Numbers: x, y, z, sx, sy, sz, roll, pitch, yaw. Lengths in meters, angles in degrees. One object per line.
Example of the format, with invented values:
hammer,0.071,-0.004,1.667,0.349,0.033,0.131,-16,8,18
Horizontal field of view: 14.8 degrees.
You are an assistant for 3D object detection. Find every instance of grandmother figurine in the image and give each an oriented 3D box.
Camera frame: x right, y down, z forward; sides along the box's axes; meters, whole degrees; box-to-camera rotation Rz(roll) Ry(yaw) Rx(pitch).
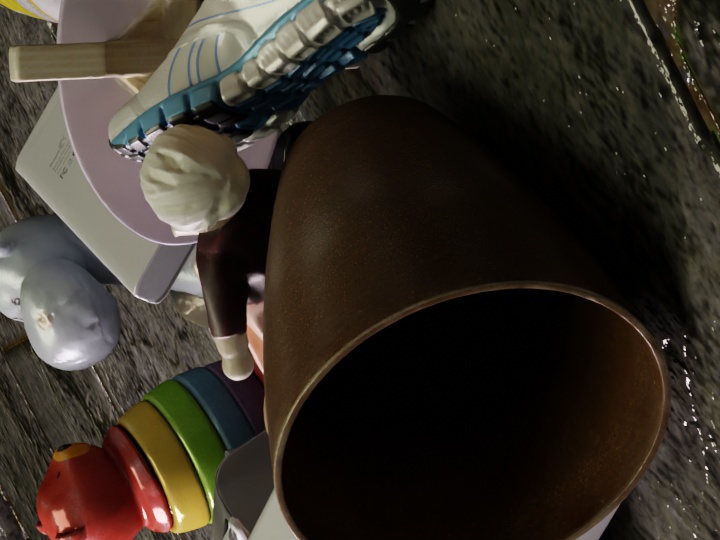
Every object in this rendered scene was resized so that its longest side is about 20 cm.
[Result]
grandmother figurine,-0.055,-0.001,1.419,0.200,0.060,0.122,57,-150,-47

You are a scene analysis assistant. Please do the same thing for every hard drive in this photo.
hard drive,-0.147,-0.079,1.785,0.026,0.132,0.200,24,-169,-38

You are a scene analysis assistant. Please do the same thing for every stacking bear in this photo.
stacking bear,-0.133,0.131,1.927,0.121,0.199,0.114,25,140,65

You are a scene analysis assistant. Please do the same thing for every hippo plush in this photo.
hippo plush,-0.183,-0.025,1.898,0.200,0.160,0.160,54,162,27

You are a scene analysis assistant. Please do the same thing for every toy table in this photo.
toy table,-0.097,-0.112,1.495,0.117,0.183,0.201,-149,45,-81

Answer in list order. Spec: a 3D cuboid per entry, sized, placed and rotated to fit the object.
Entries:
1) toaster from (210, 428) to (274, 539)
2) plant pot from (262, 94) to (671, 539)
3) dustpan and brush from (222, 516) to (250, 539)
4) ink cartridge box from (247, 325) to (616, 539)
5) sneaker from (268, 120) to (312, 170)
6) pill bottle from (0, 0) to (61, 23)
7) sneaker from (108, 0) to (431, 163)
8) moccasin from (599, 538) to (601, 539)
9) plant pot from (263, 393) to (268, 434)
toaster,-0.015,0.202,1.826,0.200,0.118,0.181,57,164,17
plant pot,0.027,0.014,1.322,0.200,0.186,0.188,-111,6,-47
dustpan and brush,-0.077,0.222,1.760,0.140,0.057,0.200,49,167,34
ink cartridge box,0.032,0.138,1.457,0.145,0.084,0.201,47,128,25
sneaker,0.000,0.000,1.541,0.200,0.076,0.091,50,153,28
pill bottle,-0.165,-0.202,1.642,0.200,0.114,0.115,21,136,66
sneaker,-0.054,-0.124,1.385,0.075,0.200,0.087,6,-123,-55
moccasin,0.077,0.136,1.520,0.200,0.068,0.081,50,160,37
plant pot,0.009,0.143,1.654,0.200,0.027,0.200,44,178,2
